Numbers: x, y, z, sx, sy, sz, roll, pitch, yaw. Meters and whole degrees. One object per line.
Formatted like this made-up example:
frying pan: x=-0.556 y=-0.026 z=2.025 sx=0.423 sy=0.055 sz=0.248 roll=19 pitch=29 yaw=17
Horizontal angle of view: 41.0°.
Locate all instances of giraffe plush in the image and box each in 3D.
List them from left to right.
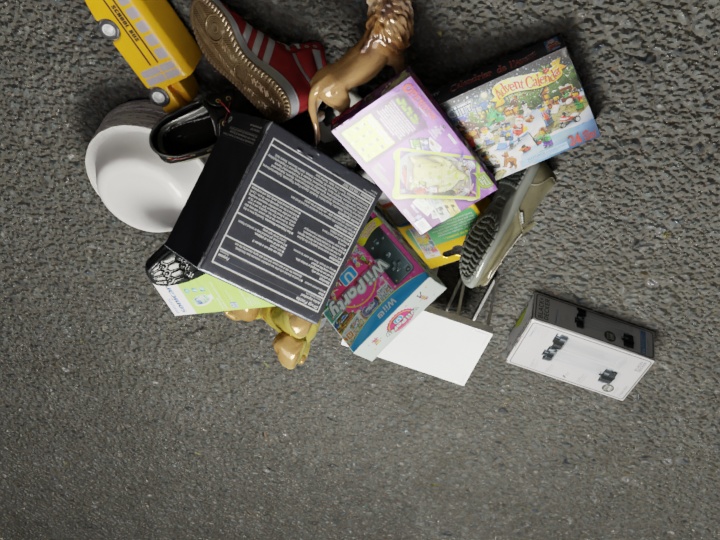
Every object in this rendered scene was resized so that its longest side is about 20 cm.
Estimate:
giraffe plush: x=-0.136 y=0.046 z=1.513 sx=0.161 sy=0.174 sz=0.200 roll=25 pitch=173 yaw=5

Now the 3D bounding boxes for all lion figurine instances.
lion figurine: x=-0.004 y=-0.245 z=1.149 sx=0.072 sy=0.200 sz=0.123 roll=38 pitch=175 yaw=21

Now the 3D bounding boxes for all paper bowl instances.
paper bowl: x=-0.298 y=-0.135 z=1.385 sx=0.198 sy=0.105 sz=0.202 roll=8 pitch=138 yaw=8

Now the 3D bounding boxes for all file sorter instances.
file sorter: x=0.091 y=0.058 z=1.448 sx=0.198 sy=0.125 sz=0.139 roll=18 pitch=139 yaw=-1

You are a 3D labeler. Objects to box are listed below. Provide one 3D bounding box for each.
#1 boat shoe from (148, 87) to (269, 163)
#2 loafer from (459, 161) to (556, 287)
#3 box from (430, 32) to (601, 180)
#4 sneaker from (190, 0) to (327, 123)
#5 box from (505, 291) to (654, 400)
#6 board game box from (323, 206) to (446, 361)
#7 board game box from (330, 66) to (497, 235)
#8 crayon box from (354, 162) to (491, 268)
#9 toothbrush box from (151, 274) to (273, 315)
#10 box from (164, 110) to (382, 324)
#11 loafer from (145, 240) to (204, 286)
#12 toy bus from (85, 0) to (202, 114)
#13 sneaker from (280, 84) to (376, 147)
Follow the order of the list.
boat shoe: x=-0.181 y=-0.196 z=1.263 sx=0.200 sy=0.063 sz=0.074 roll=-22 pitch=88 yaw=6
loafer: x=0.201 y=-0.060 z=1.283 sx=0.069 sy=0.075 sz=0.201 roll=22 pitch=106 yaw=-24
box: x=0.181 y=-0.188 z=1.193 sx=0.198 sy=0.038 sz=0.137 roll=-23 pitch=127 yaw=16
sneaker: x=-0.121 y=-0.279 z=1.218 sx=0.200 sy=0.112 sz=0.071 roll=50 pitch=138 yaw=8
box: x=0.337 y=0.118 z=1.482 sx=0.198 sy=0.060 sz=0.117 roll=17 pitch=138 yaw=-2
board game box: x=0.000 y=0.000 z=1.328 sx=0.148 sy=0.200 sz=0.064 roll=-45 pitch=150 yaw=8
board game box: x=0.068 y=-0.141 z=1.183 sx=0.119 sy=0.032 sz=0.200 roll=-28 pitch=126 yaw=23
crayon box: x=0.098 y=-0.100 z=1.335 sx=0.125 sy=0.052 sz=0.200 roll=-18 pitch=126 yaw=31
toothbrush box: x=-0.191 y=-0.020 z=1.440 sx=0.198 sy=0.146 sz=0.086 roll=-6 pitch=134 yaw=21
box: x=-0.111 y=-0.068 z=1.239 sx=0.199 sy=0.200 sz=0.123 roll=28 pitch=178 yaw=-37
loafer: x=-0.219 y=-0.046 z=1.365 sx=0.070 sy=0.200 sz=0.068 roll=37 pitch=154 yaw=46
toy bus: x=-0.270 y=-0.301 z=1.232 sx=0.078 sy=0.065 sz=0.201 roll=-15 pitch=128 yaw=27
sneaker: x=-0.020 y=-0.208 z=1.256 sx=0.198 sy=0.074 sz=0.089 roll=4 pitch=115 yaw=23
